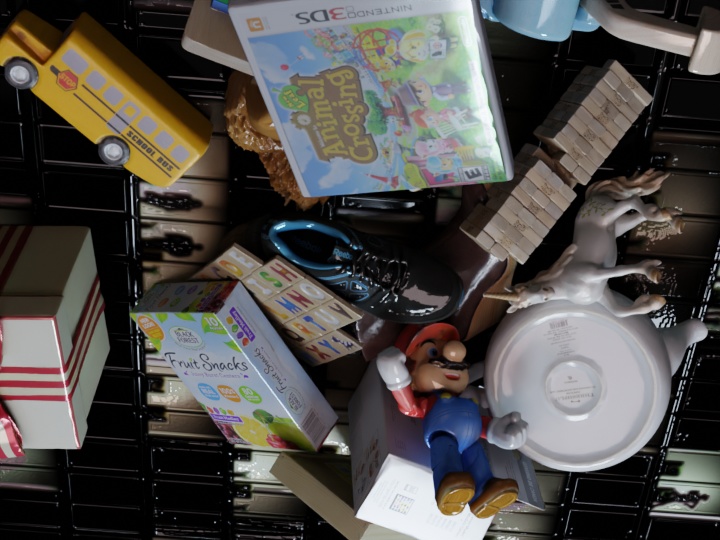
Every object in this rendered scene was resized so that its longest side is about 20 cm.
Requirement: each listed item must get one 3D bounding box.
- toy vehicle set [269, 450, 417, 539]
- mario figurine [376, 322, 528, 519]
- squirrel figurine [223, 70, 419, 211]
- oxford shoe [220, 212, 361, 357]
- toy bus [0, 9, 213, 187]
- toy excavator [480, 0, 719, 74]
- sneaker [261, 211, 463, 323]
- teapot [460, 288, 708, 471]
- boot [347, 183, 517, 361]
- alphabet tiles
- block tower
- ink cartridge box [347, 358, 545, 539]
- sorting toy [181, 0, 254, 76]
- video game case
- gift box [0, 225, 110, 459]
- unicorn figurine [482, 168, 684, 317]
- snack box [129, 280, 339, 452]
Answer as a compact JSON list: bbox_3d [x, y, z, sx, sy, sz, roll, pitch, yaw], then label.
[{"bbox_3d":[0.002,0.239,1.262,0.027,0.124,0.200,-58,152,6],"label":"toy vehicle set"},{"bbox_3d":[0.087,0.122,1.117,0.105,0.201,0.124,-26,143,9],"label":"mario figurine"},{"bbox_3d":[-0.017,-0.142,1.080,0.185,0.143,0.200,21,145,-29],"label":"squirrel figurine"},{"bbox_3d":[-0.066,0.019,1.219,0.084,0.073,0.200,-12,131,41],"label":"oxford shoe"},{"bbox_3d":[-0.235,-0.163,1.094,0.078,0.065,0.200,-39,114,23],"label":"toy bus"},{"bbox_3d":[0.182,-0.220,0.965,0.192,0.201,0.101,4,125,-12],"label":"toy excavator"},{"bbox_3d":[0.000,0.000,1.101,0.198,0.082,0.074,17,87,0],"label":"sneaker"},{"bbox_3d":[0.217,0.098,1.210,0.199,0.146,0.199,31,108,5],"label":"teapot"},{"bbox_3d":[0.067,0.002,1.173,0.164,0.073,0.201,-15,132,-8],"label":"boot"},{"bbox_3d":[-0.076,0.036,1.171,0.166,0.008,0.200,35,157,-13],"label":"alphabet tiles"},{"bbox_3d":[0.177,-0.097,1.089,0.054,0.058,0.201,38,92,-19],"label":"block tower"},{"bbox_3d":[0.083,0.191,1.232,0.174,0.201,0.084,22,113,-12],"label":"ink cartridge box"},{"bbox_3d":[-0.018,-0.242,0.954,0.197,0.202,0.070,19,158,-11],"label":"sorting toy"},{"bbox_3d":[0.014,-0.137,0.912,0.180,0.022,0.201,-3,139,16],"label":"video game case"},{"bbox_3d":[-0.364,0.077,1.184,0.197,0.188,0.186,-5,123,4],"label":"gift box"},{"bbox_3d":[0.219,-0.011,1.115,0.136,0.201,0.074,5,133,31],"label":"unicorn figurine"},{"bbox_3d":[-0.130,0.100,1.235,0.141,0.053,0.201,-3,130,43],"label":"snack box"}]
